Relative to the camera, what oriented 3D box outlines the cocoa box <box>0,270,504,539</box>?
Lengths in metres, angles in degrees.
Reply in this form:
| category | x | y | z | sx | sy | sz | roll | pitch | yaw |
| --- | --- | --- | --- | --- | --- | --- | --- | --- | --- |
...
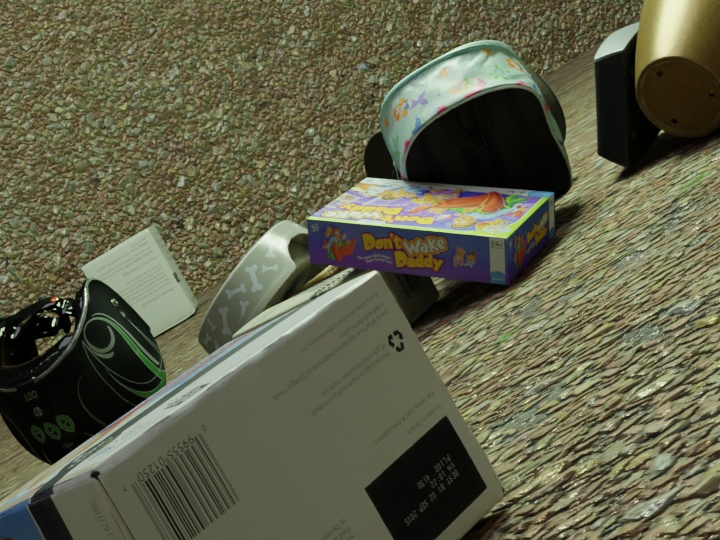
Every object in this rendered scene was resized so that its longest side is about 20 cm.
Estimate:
| category | x | y | z | sx | sy | sz | roll | pitch | yaw |
| --- | --- | --- | --- | --- | --- | --- | --- | --- | --- |
| cocoa box | -0.056 | 0.114 | 0.695 | 0.131 | 0.134 | 0.199 | -25 | 7 | 46 |

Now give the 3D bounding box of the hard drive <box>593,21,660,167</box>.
| category | x | y | z | sx | sy | sz | roll | pitch | yaw |
| --- | --- | --- | --- | --- | --- | --- | --- | --- | --- |
| hard drive | 0.288 | -0.193 | 1.583 | 0.042 | 0.137 | 0.200 | 2 | 19 | 22 |

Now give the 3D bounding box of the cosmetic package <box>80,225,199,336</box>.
| category | x | y | z | sx | sy | sz | roll | pitch | yaw |
| --- | --- | --- | --- | --- | --- | --- | --- | --- | --- |
| cosmetic package | -0.458 | 0.035 | 3.104 | 0.164 | 0.202 | 0.165 | -30 | 6 | 0 |

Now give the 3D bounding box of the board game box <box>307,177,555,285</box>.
| category | x | y | z | sx | sy | sz | roll | pitch | yaw |
| --- | --- | --- | --- | --- | --- | --- | --- | --- | --- |
| board game box | 0.068 | -0.039 | 1.383 | 0.197 | 0.045 | 0.134 | 6 | 22 | 24 |

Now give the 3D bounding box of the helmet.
| category | x | y | z | sx | sy | sz | roll | pitch | yaw |
| --- | --- | --- | --- | --- | --- | --- | --- | --- | --- |
| helmet | -0.307 | 0.123 | 1.643 | 0.198 | 0.191 | 0.202 | -20 | 42 | 19 |

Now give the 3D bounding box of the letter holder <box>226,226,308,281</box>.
| category | x | y | z | sx | sy | sz | roll | pitch | yaw |
| --- | --- | --- | --- | --- | --- | --- | --- | --- | --- |
| letter holder | -0.059 | -0.007 | 1.946 | 0.199 | 0.101 | 0.142 | -34 | 5 | -33 |

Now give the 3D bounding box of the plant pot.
| category | x | y | z | sx | sy | sz | roll | pitch | yaw |
| --- | --- | --- | --- | --- | --- | --- | --- | --- | --- |
| plant pot | 0.353 | -0.227 | 1.486 | 0.185 | 0.187 | 0.201 | -24 | 24 | 46 |

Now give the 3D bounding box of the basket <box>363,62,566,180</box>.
| category | x | y | z | sx | sy | sz | roll | pitch | yaw |
| --- | --- | --- | --- | --- | --- | --- | --- | --- | --- |
| basket | 0.109 | -0.149 | 1.711 | 0.179 | 0.137 | 0.199 | 26 | 44 | 32 |

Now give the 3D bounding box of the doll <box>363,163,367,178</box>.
| category | x | y | z | sx | sy | sz | roll | pitch | yaw |
| --- | --- | --- | --- | --- | --- | --- | --- | --- | --- |
| doll | 0.099 | -0.128 | 1.961 | 0.197 | 0.049 | 0.137 | 0 | -25 | -17 |

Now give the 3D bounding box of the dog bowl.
| category | x | y | z | sx | sy | sz | roll | pitch | yaw |
| --- | --- | --- | --- | --- | --- | --- | --- | --- | --- |
| dog bowl | -0.113 | 0.029 | 1.713 | 0.201 | 0.058 | 0.200 | -53 | -7 | -9 |

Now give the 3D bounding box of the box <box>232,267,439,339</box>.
| category | x | y | z | sx | sy | sz | roll | pitch | yaw |
| --- | --- | --- | --- | --- | --- | --- | --- | --- | --- |
| box | -0.025 | 0.046 | 1.461 | 0.199 | 0.069 | 0.082 | -26 | 7 | 33 |

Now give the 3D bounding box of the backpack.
| category | x | y | z | sx | sy | sz | roll | pitch | yaw |
| --- | --- | --- | --- | --- | --- | --- | --- | --- | --- |
| backpack | 0.110 | -0.137 | 1.506 | 0.176 | 0.152 | 0.200 | -27 | -35 | 4 |

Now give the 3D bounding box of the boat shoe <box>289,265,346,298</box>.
| category | x | y | z | sx | sy | sz | roll | pitch | yaw |
| --- | --- | --- | --- | --- | --- | --- | --- | --- | --- |
| boat shoe | 0.000 | 0.000 | 1.701 | 0.198 | 0.074 | 0.069 | -30 | 11 | 15 |
